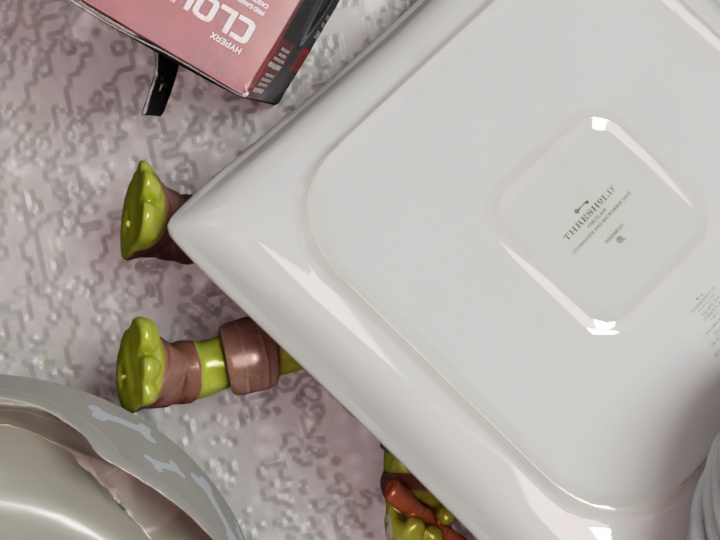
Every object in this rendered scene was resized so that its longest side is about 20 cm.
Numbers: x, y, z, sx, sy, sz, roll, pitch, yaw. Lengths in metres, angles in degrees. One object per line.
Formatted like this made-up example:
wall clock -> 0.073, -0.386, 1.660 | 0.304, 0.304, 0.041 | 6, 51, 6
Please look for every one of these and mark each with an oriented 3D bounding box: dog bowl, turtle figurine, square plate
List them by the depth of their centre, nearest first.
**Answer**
square plate -> 0.076, -0.013, 0.727 | 0.198, 0.028, 0.200 | 44, 71, 8
dog bowl -> -0.123, 0.123, 0.752 | 0.199, 0.059, 0.201 | 0, 116, 1
turtle figurine -> 0.000, 0.000, 0.773 | 0.161, 0.064, 0.201 | 3, 95, -16

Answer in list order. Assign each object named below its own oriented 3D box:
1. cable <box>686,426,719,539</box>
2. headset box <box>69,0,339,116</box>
cable -> 0.194, 0.081, 0.636 | 0.199, 0.200, 0.069 | 3, 126, -11
headset box -> -0.022, -0.139, 0.724 | 0.077, 0.149, 0.200 | 29, 93, 0
